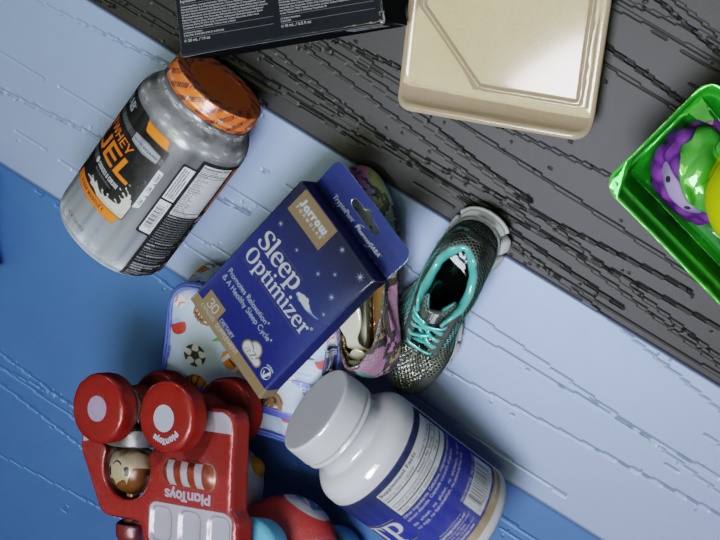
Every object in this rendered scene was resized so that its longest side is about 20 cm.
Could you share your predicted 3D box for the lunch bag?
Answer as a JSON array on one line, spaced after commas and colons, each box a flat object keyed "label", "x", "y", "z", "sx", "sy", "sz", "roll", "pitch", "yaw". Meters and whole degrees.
[{"label": "lunch bag", "x": -0.096, "y": 0.090, "z": 1.683, "sx": 0.198, "sy": 0.076, "sz": 0.162, "roll": 16, "pitch": 113, "yaw": 13}]

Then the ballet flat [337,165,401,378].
[{"label": "ballet flat", "x": 0.000, "y": 0.000, "z": 1.596, "sx": 0.068, "sy": 0.071, "sz": 0.202, "roll": -5, "pitch": 87, "yaw": 26}]

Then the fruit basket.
[{"label": "fruit basket", "x": 0.324, "y": -0.051, "z": 1.441, "sx": 0.216, "sy": 0.216, "sz": 0.156, "roll": 45, "pitch": 114, "yaw": 0}]

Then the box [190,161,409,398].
[{"label": "box", "x": -0.057, "y": 0.007, "z": 1.570, "sx": 0.200, "sy": 0.032, "sz": 0.121, "roll": -45, "pitch": 70, "yaw": 21}]

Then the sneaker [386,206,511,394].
[{"label": "sneaker", "x": 0.068, "y": 0.035, "z": 1.605, "sx": 0.077, "sy": 0.091, "sz": 0.201, "roll": 27, "pitch": 113, "yaw": 8}]

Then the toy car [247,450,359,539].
[{"label": "toy car", "x": -0.121, "y": 0.231, "z": 1.709, "sx": 0.176, "sy": 0.184, "sz": 0.202, "roll": -26, "pitch": 70, "yaw": 22}]

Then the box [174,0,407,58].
[{"label": "box", "x": -0.068, "y": -0.276, "z": 1.545, "sx": 0.198, "sy": 0.079, "sz": 0.143, "roll": -6, "pitch": 95, "yaw": 19}]

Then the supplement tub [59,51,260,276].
[{"label": "supplement tub", "x": -0.188, "y": -0.102, "z": 1.624, "sx": 0.122, "sy": 0.123, "sz": 0.200, "roll": 40, "pitch": 113, "yaw": 2}]

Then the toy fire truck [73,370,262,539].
[{"label": "toy fire truck", "x": -0.186, "y": 0.183, "z": 1.616, "sx": 0.198, "sy": 0.112, "sz": 0.170, "roll": 3, "pitch": 90, "yaw": 33}]

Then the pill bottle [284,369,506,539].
[{"label": "pill bottle", "x": 0.031, "y": 0.186, "z": 1.617, "sx": 0.200, "sy": 0.120, "sz": 0.120, "roll": 38, "pitch": 115, "yaw": -20}]

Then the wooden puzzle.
[{"label": "wooden puzzle", "x": 0.133, "y": -0.231, "z": 1.536, "sx": 0.183, "sy": 0.037, "sz": 0.202, "roll": 11, "pitch": 105, "yaw": 14}]
